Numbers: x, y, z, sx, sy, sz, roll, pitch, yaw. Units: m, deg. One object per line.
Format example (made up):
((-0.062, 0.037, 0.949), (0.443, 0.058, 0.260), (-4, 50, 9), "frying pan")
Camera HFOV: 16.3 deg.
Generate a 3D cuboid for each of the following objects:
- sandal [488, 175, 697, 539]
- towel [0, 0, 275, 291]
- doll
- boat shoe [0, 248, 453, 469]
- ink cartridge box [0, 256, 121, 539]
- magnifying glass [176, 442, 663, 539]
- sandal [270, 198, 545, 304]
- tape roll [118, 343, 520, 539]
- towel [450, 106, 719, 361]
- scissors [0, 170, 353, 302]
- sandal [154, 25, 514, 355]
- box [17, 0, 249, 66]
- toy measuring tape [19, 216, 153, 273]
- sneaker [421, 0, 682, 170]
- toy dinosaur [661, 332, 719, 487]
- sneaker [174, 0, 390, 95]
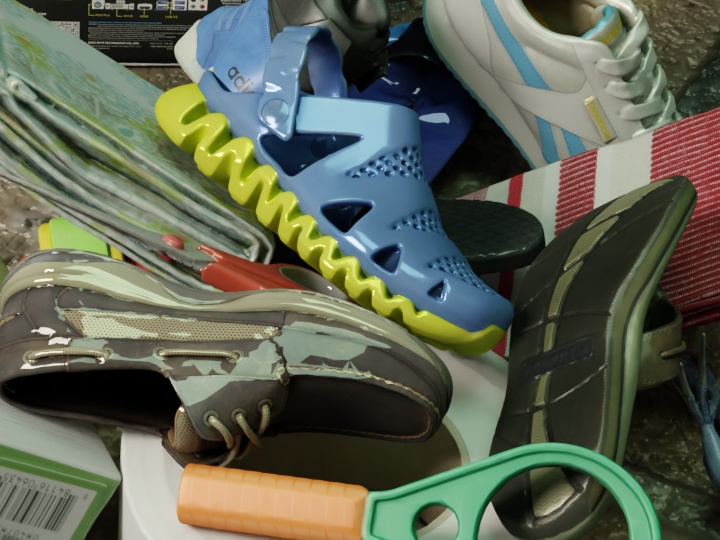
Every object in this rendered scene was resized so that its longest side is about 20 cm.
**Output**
((0.105, 0.042, 1.101), (0.080, 0.057, 0.202), (-18, 41, 42), "sandal")
((-0.128, -0.065, 1.207), (0.171, 0.048, 0.200), (33, 11, -19), "towel")
((0.031, -0.100, 1.362), (0.136, 0.049, 0.200), (10, 39, 23), "doll")
((-0.062, 0.051, 1.065), (0.199, 0.075, 0.074), (10, 56, 7), "boat shoe")
((-0.190, 0.046, 1.118), (0.103, 0.059, 0.200), (21, 21, -35), "ink cartridge box")
((0.023, 0.103, 1.022), (0.199, 0.022, 0.080), (7, 81, 10), "magnifying glass")
((0.000, 0.000, 1.229), (0.199, 0.048, 0.075), (-4, 23, 24), "sandal")
((-0.006, 0.107, 1.105), (0.201, 0.071, 0.203), (4, 40, -3), "tape roll")
((0.117, -0.011, 1.218), (0.199, 0.023, 0.144), (-19, 36, 22), "towel")
((-0.069, -0.004, 1.086), (0.199, 0.014, 0.073), (22, 17, -34), "scissors")
((-0.003, -0.041, 1.133), (0.200, 0.079, 0.087), (42, 92, 20), "sandal")
((-0.118, -0.186, 1.359), (0.199, 0.160, 0.049), (0, 40, -6), "box")
((-0.136, -0.020, 1.230), (0.073, 0.074, 0.201), (-4, 43, -11), "toy measuring tape")
((0.123, -0.089, 1.297), (0.200, 0.081, 0.077), (43, 50, -7), "sneaker")
((0.173, 0.096, 1.139), (0.104, 0.201, 0.181), (16, -1, -15), "toy dinosaur")
((-0.034, -0.118, 1.286), (0.077, 0.111, 0.200), (46, 8, -11), "sneaker")
